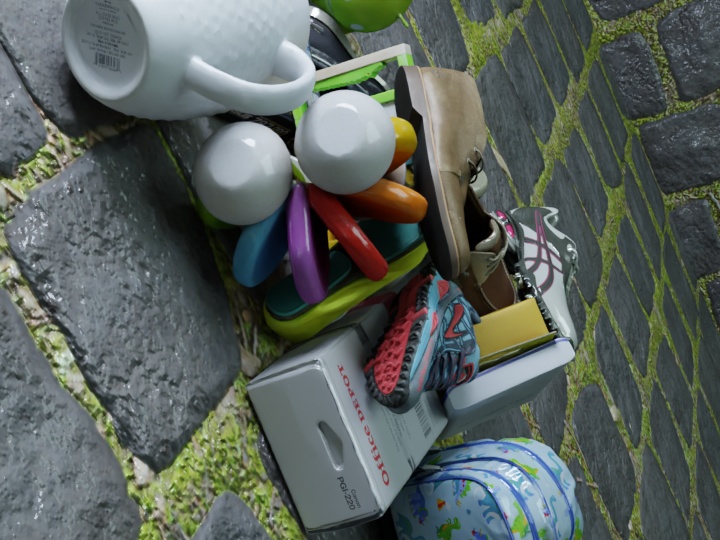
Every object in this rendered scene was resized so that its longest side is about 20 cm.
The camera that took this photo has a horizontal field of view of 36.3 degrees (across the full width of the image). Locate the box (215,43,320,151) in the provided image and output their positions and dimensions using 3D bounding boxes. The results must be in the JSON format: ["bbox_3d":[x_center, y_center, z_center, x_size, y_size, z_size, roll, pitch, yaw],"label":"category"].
[{"bbox_3d":[-0.105,-0.234,1.093,0.161,0.048,0.204,21,55,-62],"label":"box"}]

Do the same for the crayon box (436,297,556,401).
[{"bbox_3d":[0.123,0.088,1.135,0.200,0.125,0.052,97,-27,-73],"label":"crayon box"}]

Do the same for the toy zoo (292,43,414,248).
[{"bbox_3d":[0.009,-0.098,1.047,0.020,0.129,0.204,-13,91,-66],"label":"toy zoo"}]

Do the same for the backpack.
[{"bbox_3d":[0.111,0.236,1.024,0.153,0.197,0.166,-1,74,-62],"label":"backpack"}]

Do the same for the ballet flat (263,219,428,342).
[{"bbox_3d":[0.000,0.000,1.006,0.067,0.198,0.068,49,-13,39],"label":"ballet flat"}]

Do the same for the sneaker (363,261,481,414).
[{"bbox_3d":[0.070,0.068,0.974,0.095,0.079,0.201,40,31,-8],"label":"sneaker"}]

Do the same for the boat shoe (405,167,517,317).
[{"bbox_3d":[0.110,-0.021,1.095,0.200,0.071,0.077,50,53,-34],"label":"boat shoe"}]

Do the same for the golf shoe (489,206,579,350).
[{"bbox_3d":[0.201,0.004,1.176,0.078,0.086,0.202,80,-7,-52],"label":"golf shoe"}]

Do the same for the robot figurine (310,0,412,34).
[{"bbox_3d":[-0.015,-0.339,1.202,0.200,0.115,0.176,44,-10,35],"label":"robot figurine"}]

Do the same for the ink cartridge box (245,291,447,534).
[{"bbox_3d":[-0.006,0.124,1.001,0.148,0.084,0.200,67,24,-6],"label":"ink cartridge box"}]

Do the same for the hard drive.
[{"bbox_3d":[0.141,0.127,1.138,0.200,0.130,0.026,95,-29,-73],"label":"hard drive"}]

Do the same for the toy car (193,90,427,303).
[{"bbox_3d":[-0.038,-0.050,0.929,0.175,0.196,0.153,42,33,-79],"label":"toy car"}]

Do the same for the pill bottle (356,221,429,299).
[{"bbox_3d":[0.059,-0.007,1.186,0.199,0.115,0.119,27,49,-56],"label":"pill bottle"}]

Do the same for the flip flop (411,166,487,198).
[{"bbox_3d":[0.048,-0.130,1.116,0.197,0.058,0.082,22,41,-14],"label":"flip flop"}]

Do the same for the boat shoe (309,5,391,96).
[{"bbox_3d":[-0.023,-0.210,1.245,0.200,0.072,0.063,47,64,-43],"label":"boat shoe"}]

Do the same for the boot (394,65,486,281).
[{"bbox_3d":[0.082,-0.090,0.961,0.074,0.074,0.204,120,-35,-65],"label":"boot"}]

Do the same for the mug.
[{"bbox_3d":[-0.125,-0.181,0.863,0.198,0.150,0.175,32,31,18],"label":"mug"}]
